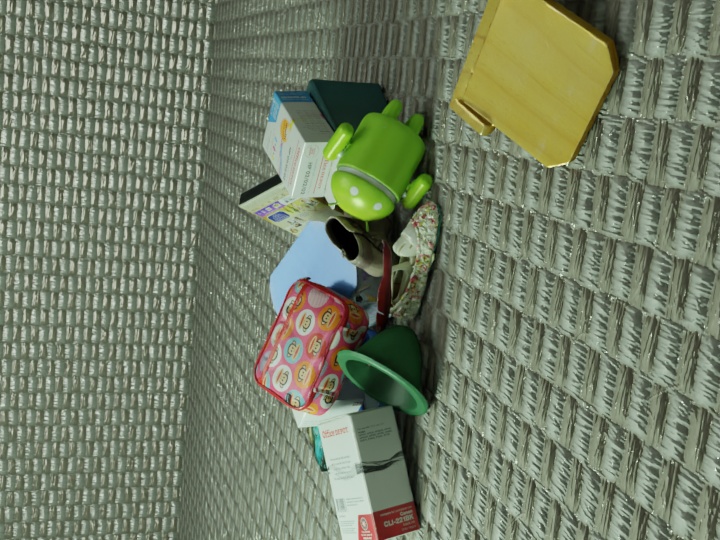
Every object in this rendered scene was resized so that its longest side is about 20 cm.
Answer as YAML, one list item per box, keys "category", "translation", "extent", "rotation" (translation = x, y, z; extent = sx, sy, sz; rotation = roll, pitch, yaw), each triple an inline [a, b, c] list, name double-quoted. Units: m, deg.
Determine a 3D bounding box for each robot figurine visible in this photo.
- category: "robot figurine"
  translation: [0.028, -0.168, 1.544]
  extent: [0.202, 0.174, 0.116]
  rotation: [-61, 10, -10]

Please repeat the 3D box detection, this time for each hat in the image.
- category: "hat"
  translation: [0.071, 0.103, 1.521]
  extent: [0.177, 0.164, 0.201]
  rotation: [-58, -20, -21]

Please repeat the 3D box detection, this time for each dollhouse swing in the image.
- category: "dollhouse swing"
  translation: [0.227, -0.256, 1.153]
  extent: [0.182, 0.174, 0.202]
  rotation: [-47, -18, -47]

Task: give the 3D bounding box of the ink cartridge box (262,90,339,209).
- category: "ink cartridge box"
  translation: [-0.098, -0.206, 1.660]
  extent: [0.201, 0.067, 0.116]
  rotation: [59, 143, 41]

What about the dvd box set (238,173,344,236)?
- category: "dvd box set"
  translation: [-0.108, -0.113, 1.806]
  extent: [0.145, 0.198, 0.030]
  rotation: [-21, 53, 46]

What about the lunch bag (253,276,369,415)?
- category: "lunch bag"
  translation: [-0.090, 0.121, 1.606]
  extent: [0.175, 0.081, 0.203]
  rotation: [26, 92, 43]

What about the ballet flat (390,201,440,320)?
- category: "ballet flat"
  translation: [0.077, -0.011, 1.517]
  extent: [0.076, 0.063, 0.203]
  rotation: [-131, 47, -57]

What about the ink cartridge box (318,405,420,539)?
- category: "ink cartridge box"
  translation: [0.010, 0.330, 1.571]
  extent: [0.144, 0.083, 0.203]
  rotation: [-31, 71, 62]

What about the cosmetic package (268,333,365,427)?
- category: "cosmetic package"
  translation: [-0.080, 0.172, 1.718]
  extent: [0.082, 0.111, 0.202]
  rotation: [-60, 39, 41]

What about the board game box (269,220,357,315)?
- category: "board game box"
  translation: [-0.072, 0.019, 1.685]
  extent: [0.158, 0.039, 0.201]
  rotation: [51, 117, 28]

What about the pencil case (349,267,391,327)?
- category: "pencil case"
  translation: [0.000, 0.000, 1.698]
  extent: [0.082, 0.090, 0.202]
  rotation: [-27, 51, 25]

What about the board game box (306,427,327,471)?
- category: "board game box"
  translation: [-0.068, 0.284, 1.959]
  extent: [0.136, 0.028, 0.203]
  rotation: [-120, 37, -56]

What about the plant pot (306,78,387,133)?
- category: "plant pot"
  translation: [-0.015, -0.218, 1.711]
  extent: [0.201, 0.139, 0.143]
  rotation: [-113, 32, -43]

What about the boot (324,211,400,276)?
- category: "boot"
  translation: [-0.007, -0.065, 1.594]
  extent: [0.200, 0.145, 0.071]
  rotation: [47, 111, 35]

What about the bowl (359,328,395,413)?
- category: "bowl"
  translation: [0.017, 0.204, 1.703]
  extent: [0.200, 0.039, 0.204]
  rotation: [-178, 90, -71]
